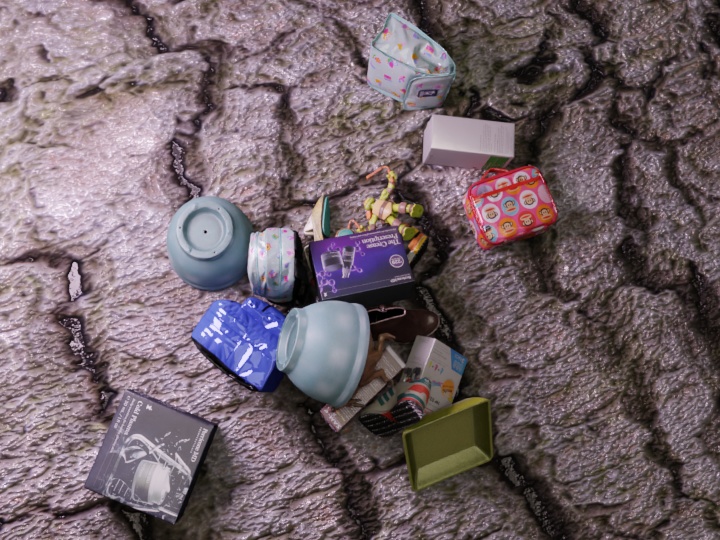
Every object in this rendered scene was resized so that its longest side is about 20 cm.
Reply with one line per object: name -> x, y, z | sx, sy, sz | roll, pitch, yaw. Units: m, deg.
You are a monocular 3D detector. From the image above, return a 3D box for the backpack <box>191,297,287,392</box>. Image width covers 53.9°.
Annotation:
backpack -> -0.238, 0.141, 1.480 | 0.197, 0.163, 0.170 | 30, 79, 10

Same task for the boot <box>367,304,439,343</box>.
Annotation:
boot -> 0.087, 0.111, 1.511 | 0.194, 0.167, 0.074 | -8, 76, -7

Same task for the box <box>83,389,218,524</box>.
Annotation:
box -> -0.417, 0.372, 1.434 | 0.192, 0.124, 0.204 | 22, 77, -3

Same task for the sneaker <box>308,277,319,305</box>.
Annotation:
sneaker -> -0.088, 0.116, 1.520 | 0.096, 0.070, 0.206 | -13, 92, -31

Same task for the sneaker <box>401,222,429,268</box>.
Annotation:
sneaker -> 0.066, -0.018, 1.594 | 0.089, 0.070, 0.201 | 37, 77, 17

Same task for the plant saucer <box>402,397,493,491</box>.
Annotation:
plant saucer -> 0.179, 0.355, 1.491 | 0.195, 0.204, 0.048 | -19, 39, -10

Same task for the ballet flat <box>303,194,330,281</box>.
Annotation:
ballet flat -> -0.096, -0.068, 1.584 | 0.069, 0.071, 0.206 | -4, 79, -7

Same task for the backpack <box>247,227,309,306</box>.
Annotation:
backpack -> -0.176, -0.012, 1.492 | 0.123, 0.200, 0.172 | -7, 80, -7

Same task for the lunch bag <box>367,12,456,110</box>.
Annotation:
lunch bag -> 0.120, -0.460, 1.625 | 0.197, 0.171, 0.124 | 31, 76, 4

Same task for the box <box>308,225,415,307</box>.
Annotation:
box -> 0.000, 0.000, 1.476 | 0.195, 0.079, 0.144 | -11, 63, -10

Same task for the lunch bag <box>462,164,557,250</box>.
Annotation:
lunch bag -> 0.340, -0.156, 1.640 | 0.195, 0.082, 0.180 | -18, 78, -11

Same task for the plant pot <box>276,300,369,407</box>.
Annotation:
plant pot -> -0.083, 0.147, 1.358 | 0.131, 0.199, 0.206 | 17, 77, -21

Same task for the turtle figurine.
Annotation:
turtle figurine -> 0.057, -0.123, 1.591 | 0.159, 0.064, 0.203 | 26, 86, 36

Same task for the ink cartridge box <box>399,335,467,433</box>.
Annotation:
ink cartridge box -> 0.141, 0.258, 1.517 | 0.114, 0.067, 0.204 | 31, 75, -33

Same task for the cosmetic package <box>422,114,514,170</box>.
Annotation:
cosmetic package -> 0.248, -0.294, 1.640 | 0.194, 0.108, 0.087 | 4, 79, -3

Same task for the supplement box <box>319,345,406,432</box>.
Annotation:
supplement box -> 0.003, 0.254, 1.506 | 0.199, 0.109, 0.061 | -43, 82, -13

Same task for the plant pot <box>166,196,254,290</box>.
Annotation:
plant pot -> -0.325, -0.071, 1.517 | 0.194, 0.134, 0.206 | 1, 78, -6

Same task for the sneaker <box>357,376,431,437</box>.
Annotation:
sneaker -> 0.075, 0.273, 1.445 | 0.070, 0.199, 0.094 | 44, 49, -9

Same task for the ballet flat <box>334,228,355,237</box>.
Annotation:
ballet flat -> -0.025, 0.010, 1.569 | 0.066, 0.072, 0.206 | -9, 81, -8

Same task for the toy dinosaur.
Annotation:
toy dinosaur -> 0.001, 0.191, 1.391 | 0.084, 0.205, 0.135 | 21, 31, 29
